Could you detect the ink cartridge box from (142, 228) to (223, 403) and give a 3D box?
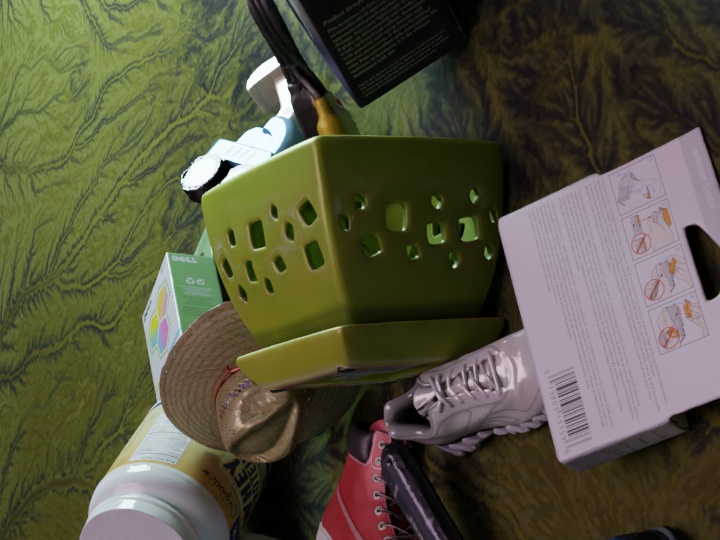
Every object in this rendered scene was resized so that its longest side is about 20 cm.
[{"bbox_3d":[-0.194,0.051,1.691,0.201,0.059,0.104,-107,32,-43],"label":"ink cartridge box"}]

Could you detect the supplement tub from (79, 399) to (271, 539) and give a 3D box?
[{"bbox_3d":[-0.180,0.225,1.517,0.145,0.143,0.200,-60,1,33],"label":"supplement tub"}]

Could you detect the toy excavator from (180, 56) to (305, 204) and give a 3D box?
[{"bbox_3d":[-0.083,-0.118,1.512,0.200,0.100,0.194,-50,37,-17],"label":"toy excavator"}]

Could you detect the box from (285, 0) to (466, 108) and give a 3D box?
[{"bbox_3d":[-0.027,-0.290,1.358,0.122,0.199,0.201,-32,47,1],"label":"box"}]

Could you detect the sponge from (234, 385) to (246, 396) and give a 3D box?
[{"bbox_3d":[-0.099,0.049,1.598,0.111,0.030,0.203,11,96,58],"label":"sponge"}]

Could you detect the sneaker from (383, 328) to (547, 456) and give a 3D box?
[{"bbox_3d":[0.094,0.098,1.243,0.200,0.080,0.076,-38,52,46],"label":"sneaker"}]

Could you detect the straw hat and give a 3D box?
[{"bbox_3d":[-0.087,0.126,1.404,0.086,0.199,0.202,-99,32,-52],"label":"straw hat"}]

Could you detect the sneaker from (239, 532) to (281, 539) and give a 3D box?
[{"bbox_3d":[-0.069,0.330,1.461,0.199,0.076,0.112,24,96,50],"label":"sneaker"}]

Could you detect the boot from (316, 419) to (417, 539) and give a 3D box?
[{"bbox_3d":[0.031,0.212,1.335,0.200,0.072,0.146,37,114,57],"label":"boot"}]

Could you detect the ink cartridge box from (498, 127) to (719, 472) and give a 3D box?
[{"bbox_3d":[0.201,0.021,1.120,0.172,0.043,0.202,-25,62,25],"label":"ink cartridge box"}]

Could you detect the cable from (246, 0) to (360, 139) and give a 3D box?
[{"bbox_3d":[-0.046,-0.183,1.429,0.097,0.050,0.202,-81,-28,-63],"label":"cable"}]

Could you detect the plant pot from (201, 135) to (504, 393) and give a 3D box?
[{"bbox_3d":[0.000,0.000,1.306,0.198,0.198,0.184,-19,75,54],"label":"plant pot"}]

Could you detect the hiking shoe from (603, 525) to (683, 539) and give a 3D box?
[{"bbox_3d":[0.151,0.244,1.121,0.201,0.086,0.075,-54,43,39],"label":"hiking shoe"}]

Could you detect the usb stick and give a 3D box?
[{"bbox_3d":[0.071,0.229,1.257,0.201,0.032,0.056,59,170,29],"label":"usb stick"}]

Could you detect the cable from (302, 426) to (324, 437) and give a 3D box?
[{"bbox_3d":[-0.069,0.059,1.505,0.096,0.050,0.203,2,80,12],"label":"cable"}]
